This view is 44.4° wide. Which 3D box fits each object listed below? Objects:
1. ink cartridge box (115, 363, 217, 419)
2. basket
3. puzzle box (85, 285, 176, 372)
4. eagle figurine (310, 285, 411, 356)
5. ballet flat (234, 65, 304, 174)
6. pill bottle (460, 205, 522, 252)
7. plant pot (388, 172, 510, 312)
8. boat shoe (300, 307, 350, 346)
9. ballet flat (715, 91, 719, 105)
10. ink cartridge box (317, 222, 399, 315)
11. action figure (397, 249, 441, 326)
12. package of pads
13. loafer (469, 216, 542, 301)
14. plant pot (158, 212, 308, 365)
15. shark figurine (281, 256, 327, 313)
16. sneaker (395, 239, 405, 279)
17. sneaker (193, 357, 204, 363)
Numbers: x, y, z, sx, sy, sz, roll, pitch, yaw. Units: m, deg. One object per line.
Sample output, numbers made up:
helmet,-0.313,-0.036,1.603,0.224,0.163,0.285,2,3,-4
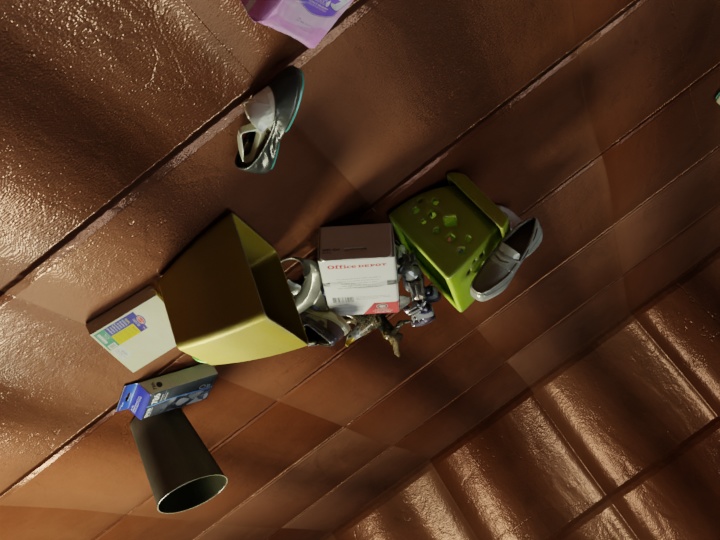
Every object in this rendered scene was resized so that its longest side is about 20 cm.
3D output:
ink cartridge box,-0.396,0.251,1.814,0.199,0.039,0.100,-13,148,-36
basket,-0.395,0.387,1.860,0.136,0.201,0.180,-43,154,17
puzzle box,-0.392,0.107,1.584,0.132,0.026,0.200,-31,154,-7
eagle figurine,-0.003,0.097,1.888,0.151,0.199,0.153,-28,141,-49
ballet flat,-0.140,-0.213,1.291,0.068,0.068,0.201,-7,144,-30
pill bottle,0.287,-0.047,2.044,0.106,0.107,0.200,1,138,-51
plant pot,0.198,-0.068,1.806,0.181,0.200,0.199,-41,154,-4
boat shoe,-0.099,0.121,1.809,0.199,0.072,0.065,0,-139,52
ballet flat,0.941,-0.469,2.149,0.069,0.070,0.201,-23,152,-23
ink cartridge box,0.000,0.000,1.720,0.145,0.084,0.201,-3,146,3
action figure,0.112,0.041,1.792,0.069,0.131,0.200,-7,151,15
package of pads,-0.048,-0.380,1.098,0.200,0.076,0.120,-46,155,22
loafer,0.280,-0.026,1.705,0.200,0.070,0.070,-49,151,-19
plant pot,-0.228,0.054,1.518,0.175,0.201,0.200,-25,156,9
shark figurine,-0.094,0.037,1.754,0.127,0.090,0.215,-23,154,-27
sneaker,0.048,-0.042,1.826,0.088,0.075,0.201,-55,154,-23
sneaker,-0.246,0.116,1.744,0.199,0.077,0.084,-27,129,-13
